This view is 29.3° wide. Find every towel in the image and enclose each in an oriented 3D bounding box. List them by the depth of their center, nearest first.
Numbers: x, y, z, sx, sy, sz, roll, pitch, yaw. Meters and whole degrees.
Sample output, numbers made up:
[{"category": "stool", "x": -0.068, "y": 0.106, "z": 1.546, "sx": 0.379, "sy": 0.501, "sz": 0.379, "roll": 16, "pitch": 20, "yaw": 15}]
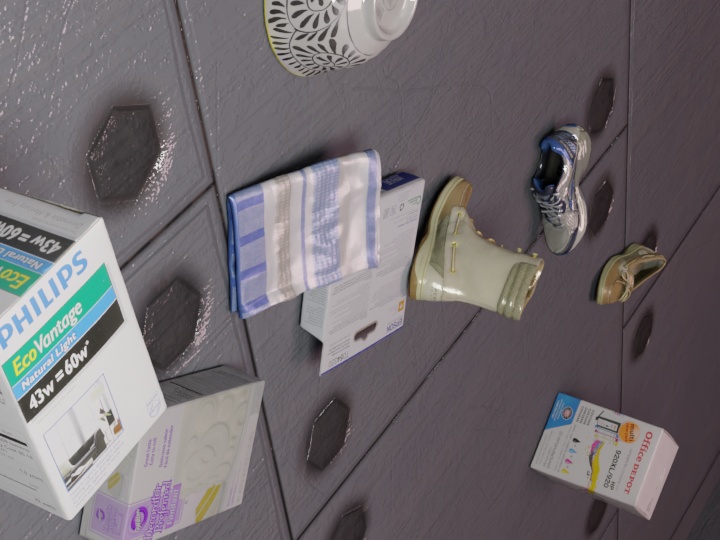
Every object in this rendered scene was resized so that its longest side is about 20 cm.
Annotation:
[{"category": "towel", "x": -0.055, "y": -0.040, "z": 1.459, "sx": 0.200, "sy": 0.024, "sz": 0.147, "roll": -21, "pitch": 123, "yaw": -36}]

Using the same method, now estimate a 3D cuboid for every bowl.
[{"category": "bowl", "x": -0.002, "y": -0.285, "z": 1.390, "sx": 0.201, "sy": 0.094, "sz": 0.201, "roll": -37, "pitch": 136, "yaw": -47}]

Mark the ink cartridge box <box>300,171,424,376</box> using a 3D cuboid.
[{"category": "ink cartridge box", "x": 0.000, "y": 0.000, "z": 1.619, "sx": 0.196, "sy": 0.043, "sz": 0.200, "roll": -26, "pitch": 131, "yaw": -55}]

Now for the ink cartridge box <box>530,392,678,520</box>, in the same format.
[{"category": "ink cartridge box", "x": 0.430, "y": 0.325, "z": 2.413, "sx": 0.147, "sy": 0.200, "sz": 0.145, "roll": -67, "pitch": 152, "yaw": -9}]

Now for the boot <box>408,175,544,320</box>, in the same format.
[{"category": "boot", "x": 0.156, "y": -0.027, "z": 1.733, "sx": 0.072, "sy": 0.154, "sz": 0.200, "roll": 90, "pitch": 17, "yaw": -48}]

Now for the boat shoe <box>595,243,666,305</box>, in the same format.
[{"category": "boat shoe", "x": 0.481, "y": 0.010, "z": 2.463, "sx": 0.201, "sy": 0.063, "sz": 0.073, "roll": -31, "pitch": 132, "yaw": -51}]

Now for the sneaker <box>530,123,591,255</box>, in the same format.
[{"category": "sneaker", "x": 0.286, "y": -0.115, "z": 2.047, "sx": 0.085, "sy": 0.077, "sz": 0.200, "roll": -21, "pitch": 117, "yaw": -44}]

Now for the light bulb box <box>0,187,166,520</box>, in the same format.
[{"category": "light bulb box", "x": -0.271, "y": 0.046, "z": 0.994, "sx": 0.125, "sy": 0.198, "sz": 0.200, "roll": -52, "pitch": 148, "yaw": -36}]

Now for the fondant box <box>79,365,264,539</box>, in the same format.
[{"category": "fondant box", "x": -0.185, "y": 0.185, "z": 1.380, "sx": 0.200, "sy": 0.058, "sz": 0.145, "roll": -10, "pitch": 115, "yaw": -58}]
